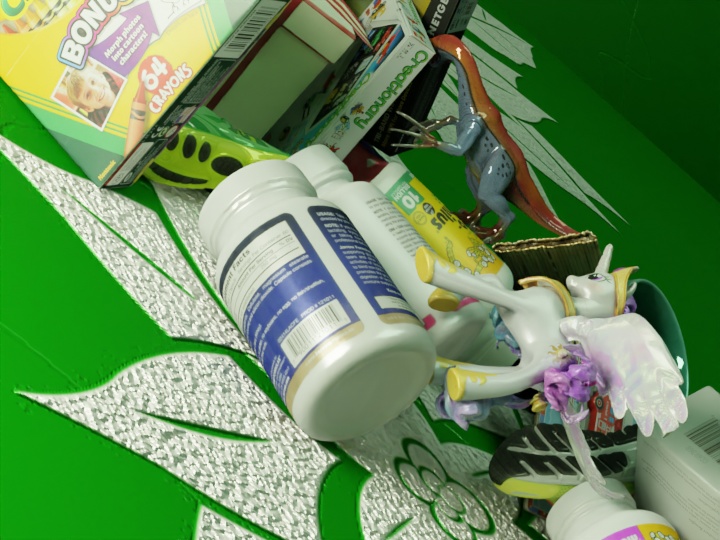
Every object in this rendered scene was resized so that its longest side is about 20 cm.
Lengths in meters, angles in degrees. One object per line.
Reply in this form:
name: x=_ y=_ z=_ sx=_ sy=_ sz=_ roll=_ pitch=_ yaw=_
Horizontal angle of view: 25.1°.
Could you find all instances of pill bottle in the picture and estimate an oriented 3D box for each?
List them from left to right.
pill bottle: x=-0.038 y=0.018 z=1.202 sx=0.116 sy=0.116 sz=0.200 roll=20 pitch=30 yaw=-51
pill bottle: x=0.000 y=0.000 z=1.327 sx=0.200 sy=0.113 sz=0.113 roll=50 pitch=19 yaw=15
pill bottle: x=0.065 y=0.009 z=1.448 sx=0.200 sy=0.113 sz=0.113 roll=44 pitch=18 yaw=0
pill bottle: x=0.216 y=0.256 z=1.238 sx=0.104 sy=0.104 sz=0.200 roll=27 pitch=24 yaw=-41

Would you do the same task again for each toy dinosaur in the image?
toy dinosaur: x=0.111 y=-0.126 z=1.496 sx=0.199 sy=0.182 sz=0.105 roll=0 pitch=21 yaw=-14

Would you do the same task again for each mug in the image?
mug: x=0.230 y=0.095 z=1.576 sx=0.185 sy=0.114 sz=0.153 roll=-14 pitch=91 yaw=-56

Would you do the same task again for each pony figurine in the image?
pony figurine: x=0.145 y=0.065 z=1.218 sx=0.199 sy=0.167 sz=0.194 roll=-1 pitch=60 yaw=-23

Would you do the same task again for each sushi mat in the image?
sushi mat: x=0.182 y=-0.004 z=1.530 sx=0.200 sy=0.095 sz=0.012 roll=48 pitch=37 yaw=-73

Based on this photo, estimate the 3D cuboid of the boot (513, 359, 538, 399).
boot: x=0.096 y=0.032 z=1.537 sx=0.200 sy=0.077 sz=0.139 roll=30 pitch=27 yaw=-34

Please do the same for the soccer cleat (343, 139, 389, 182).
soccer cleat: x=0.010 y=-0.091 z=1.634 sx=0.200 sy=0.067 sz=0.076 roll=50 pitch=20 yaw=29

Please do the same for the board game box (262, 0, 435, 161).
board game box: x=-0.016 y=-0.162 z=1.510 sx=0.035 sy=0.200 sz=0.126 roll=33 pitch=21 yaw=-25

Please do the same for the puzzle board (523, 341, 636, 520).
puzzle board: x=0.210 y=0.140 z=1.437 sx=0.150 sy=0.017 sz=0.201 roll=30 pitch=59 yaw=-36

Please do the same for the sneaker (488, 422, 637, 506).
sneaker: x=0.192 y=0.182 z=1.348 sx=0.199 sy=0.091 sz=0.078 roll=4 pitch=26 yaw=-26

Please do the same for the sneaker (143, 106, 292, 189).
sneaker: x=-0.116 y=-0.101 z=1.366 sx=0.200 sy=0.074 sz=0.084 roll=23 pitch=31 yaw=-47

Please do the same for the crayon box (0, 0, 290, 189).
crayon box: x=-0.180 y=-0.193 z=1.227 sx=0.173 sy=0.200 sz=0.058 roll=47 pitch=19 yaw=11

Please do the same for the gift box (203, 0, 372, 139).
gift box: x=-0.110 y=-0.232 z=1.488 sx=0.184 sy=0.187 sz=0.200 roll=31 pitch=21 yaw=-33

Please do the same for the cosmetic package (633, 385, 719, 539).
cosmetic package: x=0.282 y=0.211 z=1.309 sx=0.081 sy=0.201 sz=0.113 roll=-23 pitch=42 yaw=-23

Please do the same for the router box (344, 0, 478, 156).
router box: x=0.017 y=-0.238 z=1.594 sx=0.157 sy=0.201 sz=0.052 roll=33 pitch=27 yaw=20
